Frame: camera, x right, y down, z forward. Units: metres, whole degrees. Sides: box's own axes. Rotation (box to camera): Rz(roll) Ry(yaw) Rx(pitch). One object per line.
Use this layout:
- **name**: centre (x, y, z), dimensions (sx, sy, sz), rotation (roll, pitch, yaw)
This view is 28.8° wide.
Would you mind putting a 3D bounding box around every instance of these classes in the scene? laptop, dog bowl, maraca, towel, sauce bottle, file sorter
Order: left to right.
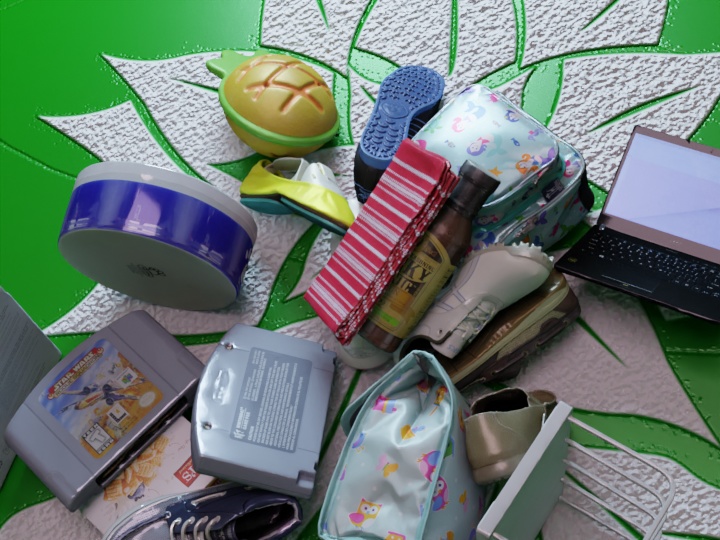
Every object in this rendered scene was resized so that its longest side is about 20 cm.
- **dog bowl**: centre (-0.214, -0.033, 1.480), dimensions (0.199, 0.200, 0.079), rotation (8, 68, 17)
- **maraca**: centre (-0.100, -0.199, 1.596), dimensions (0.137, 0.107, 0.200), rotation (-2, 38, -29)
- **towel**: centre (0.016, -0.034, 1.367), dimensions (0.200, 0.022, 0.145), rotation (-56, 22, 6)
- **sauce bottle**: centre (0.063, -0.016, 1.358), dimensions (0.065, 0.065, 0.200), rotation (38, 101, 27)
- **file sorter**: centre (0.189, 0.240, 1.239), dimensions (0.124, 0.200, 0.139), rotation (29, 66, 20)
- **laptop**: centre (0.318, -0.050, 1.416), dimensions (0.177, 0.104, 0.200), rotation (20, 29, 22)

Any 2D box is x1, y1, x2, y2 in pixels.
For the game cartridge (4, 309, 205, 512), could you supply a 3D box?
- **game cartridge**: centre (-0.266, 0.137, 1.451), dimensions (0.133, 0.042, 0.200), rotation (40, 74, 22)

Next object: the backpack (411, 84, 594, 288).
- **backpack**: centre (0.123, -0.079, 1.461), dimensions (0.200, 0.151, 0.178), rotation (-44, 56, -4)

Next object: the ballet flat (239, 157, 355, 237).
- **ballet flat**: centre (-0.064, -0.087, 1.511), dimensions (0.200, 0.067, 0.067), rotation (17, 79, 52)

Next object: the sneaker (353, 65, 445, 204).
- **sneaker**: centre (0.038, -0.152, 1.558), dimensions (0.070, 0.078, 0.200), rotation (23, 44, 8)

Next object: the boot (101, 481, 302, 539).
- **boot**: centre (-0.155, 0.249, 1.354), dimensions (0.199, 0.090, 0.073), rotation (-21, 97, -11)

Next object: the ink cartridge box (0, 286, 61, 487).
- **ink cartridge box**: centre (-0.396, 0.127, 1.438), dimensions (0.043, 0.200, 0.197), rotation (13, 66, 19)

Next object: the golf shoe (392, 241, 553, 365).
- **golf shoe**: centre (0.109, 0.042, 1.381), dimensions (0.200, 0.078, 0.098), rotation (-28, 44, 39)

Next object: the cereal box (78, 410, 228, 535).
- **cereal box**: centre (-0.244, 0.195, 1.459), dimensions (0.200, 0.040, 0.144), rotation (36, 75, 26)

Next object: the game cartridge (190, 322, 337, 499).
- **game cartridge**: centre (-0.099, 0.136, 1.395), dimensions (0.133, 0.041, 0.200), rotation (17, 37, -5)

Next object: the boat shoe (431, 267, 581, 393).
- **boat shoe**: centre (0.138, 0.082, 1.412), dimensions (0.201, 0.066, 0.072), rotation (-40, 23, 3)

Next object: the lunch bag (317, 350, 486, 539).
- **lunch bag**: centre (0.054, 0.192, 1.315), dimensions (0.122, 0.170, 0.201), rotation (4, 64, 25)

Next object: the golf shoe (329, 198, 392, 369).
- **golf shoe**: centre (0.000, 0.000, 1.476), dimensions (0.075, 0.092, 0.201), rotation (-11, 59, 9)

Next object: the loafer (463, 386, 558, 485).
- **loafer**: centre (0.147, 0.141, 1.315), dimensions (0.076, 0.200, 0.068), rotation (-16, 94, 19)
